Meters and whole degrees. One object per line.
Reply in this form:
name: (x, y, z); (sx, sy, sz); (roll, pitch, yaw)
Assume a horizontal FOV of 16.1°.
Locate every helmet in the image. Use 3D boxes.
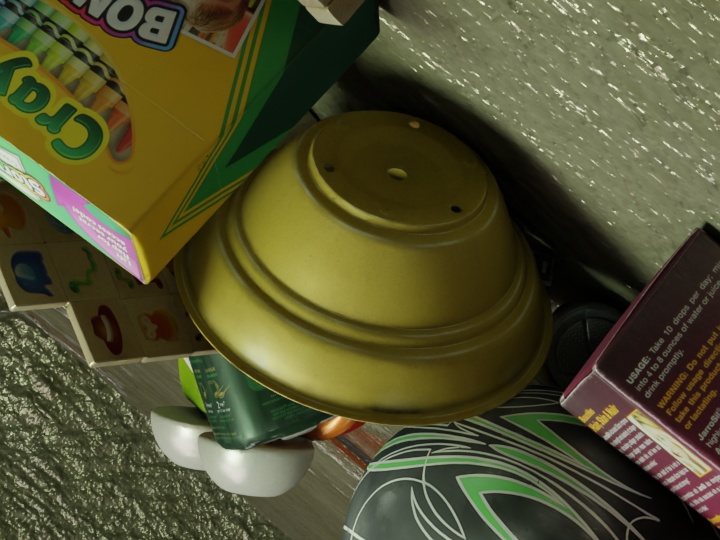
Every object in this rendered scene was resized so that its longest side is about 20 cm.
helmet: (0.088, 0.152, 1.295); (0.191, 0.200, 0.200); (48, 167, -11)

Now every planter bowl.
planter bowl: (0.011, -0.021, 1.277); (0.200, 0.200, 0.084); (35, 133, 22)

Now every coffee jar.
coffee jar: (-0.079, 0.008, 1.607); (0.104, 0.085, 0.201); (174, 77, -76)

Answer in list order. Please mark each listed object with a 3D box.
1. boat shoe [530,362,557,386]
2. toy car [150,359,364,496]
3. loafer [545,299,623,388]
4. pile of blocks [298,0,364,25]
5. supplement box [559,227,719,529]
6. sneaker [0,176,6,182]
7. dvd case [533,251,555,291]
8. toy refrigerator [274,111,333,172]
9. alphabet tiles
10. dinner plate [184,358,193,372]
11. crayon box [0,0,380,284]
boat shoe: (0.090, 0.065, 1.403); (0.200, 0.057, 0.067); (32, -146, -55)
toy car: (-0.057, 0.065, 1.834); (0.149, 0.176, 0.200); (4, -174, -27)
loafer: (0.175, 0.090, 1.378); (0.200, 0.072, 0.063); (47, -173, -9)
pile of blocks: (-0.066, -0.168, 1.122); (0.200, 0.062, 0.082); (33, 167, 28)
supplement box: (0.200, 0.082, 1.180); (0.200, 0.086, 0.110); (38, 169, 4)
sneaker: (-0.116, -0.108, 1.245); (0.082, 0.200, 0.077); (1, 120, 54)
dvd case: (0.000, 0.000, 1.419); (0.199, 0.022, 0.146); (11, 163, -2)
toy refrigerator: (-0.071, -0.072, 1.476); (0.070, 0.076, 0.200); (28, 164, 44)
alphabet tiles: (-0.134, -0.044, 1.289); (0.167, 0.008, 0.201); (-4, -116, -47)
dinner plate: (-0.071, 0.008, 1.691); (0.200, 0.024, 0.201); (22, 122, 41)
crayon box: (-0.121, -0.119, 1.189); (0.200, 0.173, 0.058); (35, 158, 19)
